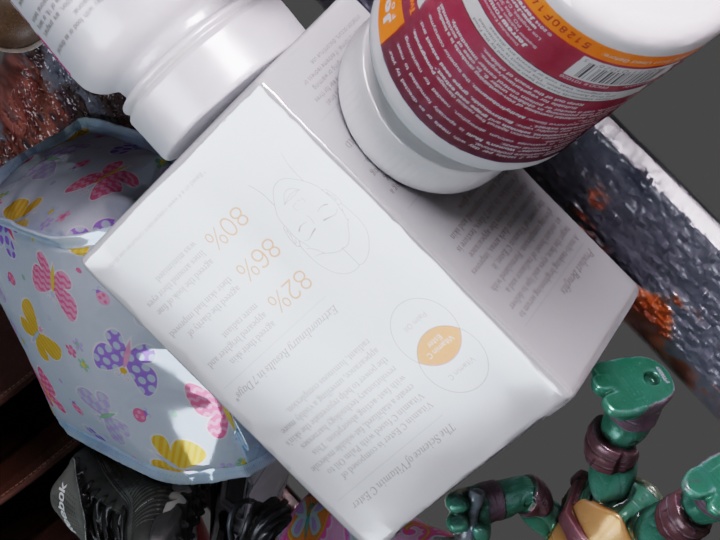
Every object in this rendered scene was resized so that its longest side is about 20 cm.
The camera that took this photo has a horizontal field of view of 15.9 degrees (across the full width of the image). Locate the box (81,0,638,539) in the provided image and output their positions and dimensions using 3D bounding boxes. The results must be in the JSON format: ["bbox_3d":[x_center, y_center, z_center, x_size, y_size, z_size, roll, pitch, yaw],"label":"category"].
[{"bbox_3d":[0.000,0.003,1.208,0.200,0.106,0.152,45,126,-4],"label":"box"}]

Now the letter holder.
[{"bbox_3d":[-0.228,0.115,1.615,0.142,0.200,0.101,22,138,40],"label":"letter holder"}]

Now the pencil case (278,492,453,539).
[{"bbox_3d":[0.042,0.183,1.443,0.200,0.087,0.088,22,138,42],"label":"pencil case"}]

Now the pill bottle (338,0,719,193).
[{"bbox_3d":[0.070,-0.107,1.067,0.110,0.110,0.200,52,150,0],"label":"pill bottle"}]

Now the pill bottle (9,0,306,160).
[{"bbox_3d":[-0.123,-0.160,1.268,0.200,0.113,0.113,50,150,3],"label":"pill bottle"}]

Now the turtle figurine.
[{"bbox_3d":[0.115,0.138,1.275,0.150,0.101,0.200,33,132,4],"label":"turtle figurine"}]

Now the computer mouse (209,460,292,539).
[{"bbox_3d":[-0.061,0.127,1.476,0.044,0.200,0.110,8,120,-7],"label":"computer mouse"}]

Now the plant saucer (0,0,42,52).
[{"bbox_3d":[-0.224,-0.215,1.431,0.200,0.032,0.200,35,146,28],"label":"plant saucer"}]

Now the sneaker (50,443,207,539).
[{"bbox_3d":[-0.134,0.140,1.474,0.200,0.090,0.067,-99,8,-76],"label":"sneaker"}]

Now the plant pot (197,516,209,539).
[{"bbox_3d":[-0.162,0.234,1.683,0.200,0.200,0.178,15,123,46],"label":"plant pot"}]

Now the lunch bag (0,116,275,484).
[{"bbox_3d":[-0.117,0.018,1.440,0.200,0.127,0.170,20,138,59],"label":"lunch bag"}]
